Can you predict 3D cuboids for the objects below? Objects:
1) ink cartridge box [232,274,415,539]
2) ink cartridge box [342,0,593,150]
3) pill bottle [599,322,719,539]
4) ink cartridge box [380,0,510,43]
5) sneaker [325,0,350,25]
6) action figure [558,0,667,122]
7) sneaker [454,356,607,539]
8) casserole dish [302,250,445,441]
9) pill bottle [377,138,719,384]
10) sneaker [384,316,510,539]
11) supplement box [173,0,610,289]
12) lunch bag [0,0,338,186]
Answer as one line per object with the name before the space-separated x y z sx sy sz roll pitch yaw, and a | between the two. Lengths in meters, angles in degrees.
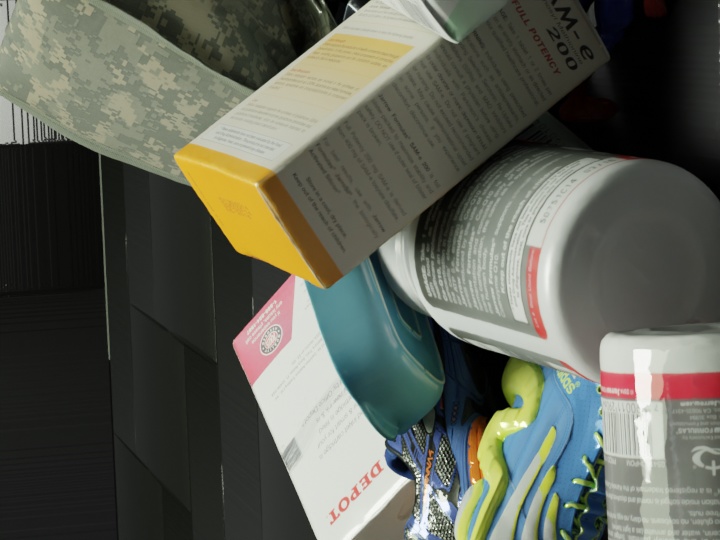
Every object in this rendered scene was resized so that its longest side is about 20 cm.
ink cartridge box | 0.016 0.078 1.595 0.147 0.083 0.200 -47 46 22
ink cartridge box | 0.054 -0.043 1.479 0.198 0.043 0.200 42 147 21
pill bottle | 0.167 0.125 1.118 0.111 0.110 0.201 -177 84 -76
ink cartridge box | 0.090 -0.206 1.280 0.050 0.200 0.161 54 177 -20
sneaker | -0.017 -0.201 1.488 0.200 0.075 0.114 -146 48 -73
action figure | 0.134 -0.159 1.303 0.200 0.052 0.066 99 157 -58
sneaker | 0.111 0.106 1.329 0.105 0.076 0.200 -34 38 46
casserole dish | 0.000 0.000 1.402 0.121 0.039 0.200 44 -156 -59
pill bottle | 0.096 -0.009 1.291 0.200 0.114 0.114 16 110 62
sneaker | 0.046 0.085 1.445 0.075 0.078 0.200 46 -154 -41
supplement box | 0.016 -0.085 1.308 0.074 0.200 0.126 56 166 -21
lunch bag | -0.105 -0.133 1.491 0.118 0.200 0.164 -61 4 -28
